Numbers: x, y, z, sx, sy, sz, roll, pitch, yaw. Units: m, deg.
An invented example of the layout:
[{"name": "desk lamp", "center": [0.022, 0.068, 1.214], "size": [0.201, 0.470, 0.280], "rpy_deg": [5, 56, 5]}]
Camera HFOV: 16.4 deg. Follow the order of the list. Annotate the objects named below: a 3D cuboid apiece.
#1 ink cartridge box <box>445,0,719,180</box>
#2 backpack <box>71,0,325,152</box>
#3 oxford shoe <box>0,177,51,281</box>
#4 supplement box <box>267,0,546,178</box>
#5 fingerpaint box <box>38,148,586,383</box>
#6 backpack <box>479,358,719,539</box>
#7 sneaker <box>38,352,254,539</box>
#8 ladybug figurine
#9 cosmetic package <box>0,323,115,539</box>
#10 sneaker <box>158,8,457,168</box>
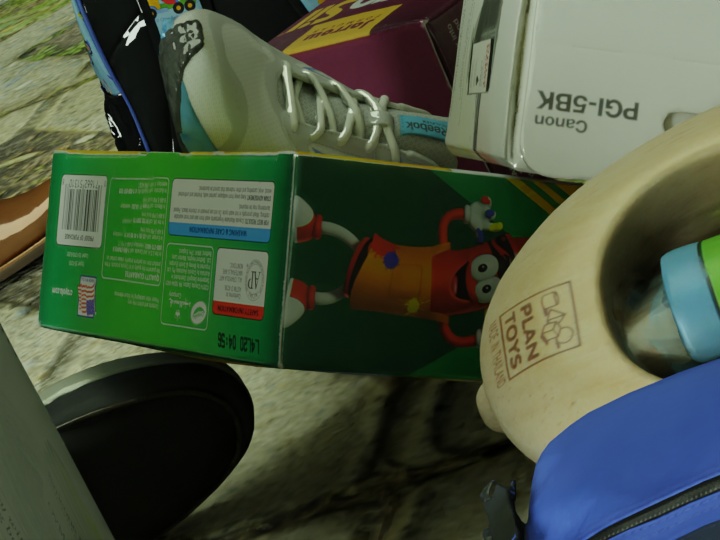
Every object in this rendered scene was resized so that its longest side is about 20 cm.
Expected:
[{"name": "ink cartridge box", "center": [0.114, -0.071, 0.892], "size": [0.147, 0.083, 0.200], "rpy_deg": [7, 3, -5]}, {"name": "backpack", "center": [-0.072, -0.147, 1.364], "size": [0.182, 0.200, 0.135], "rpy_deg": [-28, 16, -7]}, {"name": "oxford shoe", "center": [-0.246, -0.017, 1.454], "size": [0.200, 0.071, 0.071], "rpy_deg": [-25, 14, -5]}, {"name": "supplement box", "center": [0.056, -0.108, 1.226], "size": [0.131, 0.103, 0.200], "rpy_deg": [-8, 24, 42]}, {"name": "fingerpaint box", "center": [0.000, 0.000, 0.896], "size": [0.167, 0.073, 0.200], "rpy_deg": [5, 0, -30]}, {"name": "backpack", "center": [0.086, 0.111, 0.391], "size": [0.162, 0.168, 0.200], "rpy_deg": [-26, 19, 21]}, {"name": "sneaker", "center": [-0.115, 0.107, 0.896], "size": [0.200, 0.075, 0.106], "rpy_deg": [-29, 28, -10]}, {"name": "ladybug figurine", "center": [0.131, 0.012, 0.748], "size": [0.200, 0.072, 0.136], "rpy_deg": [-19, 51, 17]}, {"name": "cosmetic package", "center": [-0.142, 0.093, 0.716], "size": [0.123, 0.200, 0.200], "rpy_deg": [-26, 16, -1]}, {"name": "sneaker", "center": [-0.009, -0.056, 1.031], "size": [0.087, 0.200, 0.075], "rpy_deg": [-19, 59, 22]}]
